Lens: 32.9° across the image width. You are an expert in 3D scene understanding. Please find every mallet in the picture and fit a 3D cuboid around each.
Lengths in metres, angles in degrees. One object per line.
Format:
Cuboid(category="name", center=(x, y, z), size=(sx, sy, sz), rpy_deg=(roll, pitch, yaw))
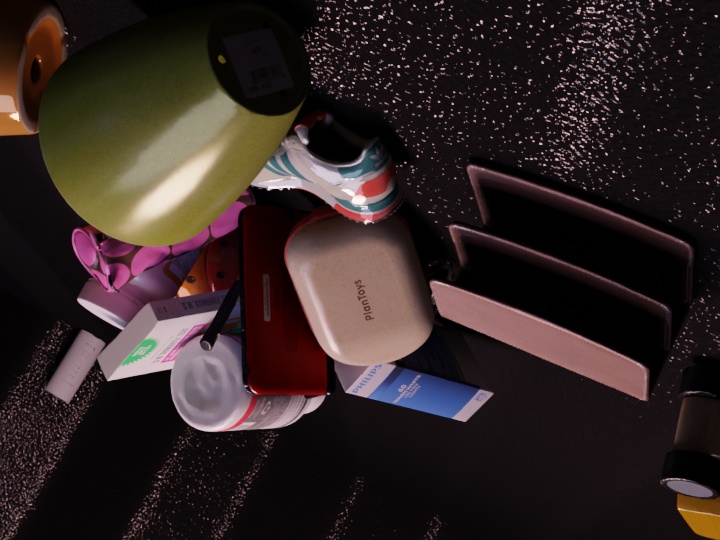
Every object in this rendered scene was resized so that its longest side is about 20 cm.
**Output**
Cuboid(category="mallet", center=(-0.132, 0.004, 1.362), size=(0.041, 0.200, 0.066), rpy_deg=(20, 133, 5))

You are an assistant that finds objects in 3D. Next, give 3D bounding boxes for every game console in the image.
Cuboid(category="game console", center=(-0.091, 0.040, 1.344), size=(0.172, 0.201, 0.118), rpy_deg=(5, 169, -42))

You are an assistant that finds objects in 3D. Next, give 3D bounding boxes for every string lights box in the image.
Cuboid(category="string lights box", center=(0.054, 0.105, 1.421), size=(0.200, 0.059, 0.103), rpy_deg=(19, -147, -40))

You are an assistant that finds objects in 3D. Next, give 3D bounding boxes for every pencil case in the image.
Cuboid(category="pencil case", center=(-0.209, -0.052, 1.327), size=(0.091, 0.200, 0.094), rpy_deg=(49, 153, 21))

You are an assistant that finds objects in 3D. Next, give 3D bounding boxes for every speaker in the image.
Cuboid(category="speaker", center=(-0.796, 0.269, 3.391), size=(0.081, 0.200, 0.081), rpy_deg=(27, 165, 8))

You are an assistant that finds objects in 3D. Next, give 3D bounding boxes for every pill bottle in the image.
Cuboid(category="pill bottle", center=(-0.123, 0.132, 1.445), size=(0.110, 0.111, 0.200), rpy_deg=(20, -175, 30))
Cuboid(category="pill bottle", center=(-0.245, -0.031, 1.425), size=(0.111, 0.200, 0.111), rpy_deg=(26, 165, 8))

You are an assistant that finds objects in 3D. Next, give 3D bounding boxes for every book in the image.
Cuboid(category="book", center=(-0.190, 0.064, 1.416), size=(0.134, 0.200, 0.048), rpy_deg=(-43, 67, 41))

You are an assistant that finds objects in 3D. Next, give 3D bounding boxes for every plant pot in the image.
Cuboid(category="plant pot", center=(-0.132, -0.134, 0.984), size=(0.187, 0.188, 0.200), rpy_deg=(35, 147, -25))
Cuboid(category="plant pot", center=(-0.390, -0.208, 1.166), size=(0.183, 0.201, 0.200), rpy_deg=(11, 163, 5))

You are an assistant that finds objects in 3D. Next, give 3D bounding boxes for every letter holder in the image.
Cuboid(category="letter holder", center=(0.165, 0.005, 1.013), size=(0.200, 0.101, 0.142), rpy_deg=(22, 162, 22))

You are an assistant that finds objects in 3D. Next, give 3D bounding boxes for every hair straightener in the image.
Cuboid(category="hair straightener", center=(0.067, 0.018, 1.364), size=(0.077, 0.041, 0.200), rpy_deg=(32, 160, -14))

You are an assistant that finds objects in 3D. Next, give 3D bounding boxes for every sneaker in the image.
Cuboid(category="sneaker", center=(-0.052, -0.115, 1.097), size=(0.199, 0.070, 0.094), rpy_deg=(23, 146, 28))

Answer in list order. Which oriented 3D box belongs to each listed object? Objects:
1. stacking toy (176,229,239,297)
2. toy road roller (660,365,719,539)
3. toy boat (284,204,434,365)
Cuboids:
Cuboid(category="stacking toy", center=(-0.132, -0.010, 1.513), size=(0.199, 0.147, 0.146), rpy_deg=(-3, 150, 28))
Cuboid(category="toy road roller", center=(0.384, 0.186, 1.182), size=(0.146, 0.123, 0.200), rpy_deg=(6, 155, 29))
Cuboid(category="toy boat", center=(0.000, 0.000, 1.272), size=(0.130, 0.131, 0.200), rpy_deg=(-15, 125, 6))
